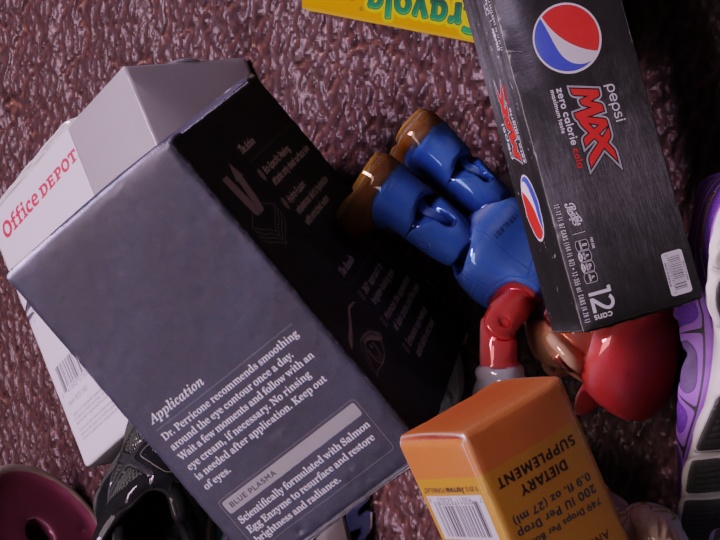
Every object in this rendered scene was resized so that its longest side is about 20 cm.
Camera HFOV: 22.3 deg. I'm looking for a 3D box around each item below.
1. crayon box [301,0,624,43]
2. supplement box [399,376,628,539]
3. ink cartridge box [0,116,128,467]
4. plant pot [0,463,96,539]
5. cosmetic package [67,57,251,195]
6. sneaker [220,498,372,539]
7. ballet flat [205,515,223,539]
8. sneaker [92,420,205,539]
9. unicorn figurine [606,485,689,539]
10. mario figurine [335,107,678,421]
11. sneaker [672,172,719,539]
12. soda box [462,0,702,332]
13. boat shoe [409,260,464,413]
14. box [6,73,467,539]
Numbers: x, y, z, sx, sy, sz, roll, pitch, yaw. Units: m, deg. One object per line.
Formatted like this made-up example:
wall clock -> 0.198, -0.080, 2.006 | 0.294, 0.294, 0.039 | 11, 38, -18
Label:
crayon box -> 0.056, -0.190, 1.009 | 0.199, 0.058, 0.119 | 18, 109, 43
supplement box -> 0.094, 0.154, 0.863 | 0.069, 0.066, 0.201 | -10, 105, 61
ink cartridge box -> -0.160, 0.011, 1.251 | 0.145, 0.083, 0.201 | -40, 68, 43
plant pot -> -0.287, 0.246, 1.362 | 0.179, 0.200, 0.201 | -41, 67, 26
cosmetic package -> -0.095, -0.030, 1.162 | 0.090, 0.106, 0.201 | -41, 66, 42
sneaker -> -0.040, 0.210, 1.138 | 0.080, 0.115, 0.200 | -26, 78, 46
ballet flat -> -0.065, 0.227, 1.210 | 0.069, 0.069, 0.201 | -16, 86, 46
sneaker -> -0.143, 0.175, 1.195 | 0.200, 0.076, 0.115 | 115, 171, -50
unicorn figurine -> 0.137, 0.156, 0.951 | 0.138, 0.074, 0.200 | 60, 156, 6
mario figurine -> 0.081, 0.012, 0.980 | 0.200, 0.106, 0.124 | 40, 95, 8
sneaker -> 0.192, 0.045, 0.915 | 0.083, 0.080, 0.201 | -119, 29, -66
soda box -> 0.103, -0.073, 0.886 | 0.071, 0.063, 0.201 | 165, 90, -84
boat shoe -> 0.000, 0.000, 1.098 | 0.073, 0.067, 0.200 | -32, 93, 15
box -> -0.055, 0.020, 0.971 | 0.117, 0.197, 0.200 | -38, 96, 17
